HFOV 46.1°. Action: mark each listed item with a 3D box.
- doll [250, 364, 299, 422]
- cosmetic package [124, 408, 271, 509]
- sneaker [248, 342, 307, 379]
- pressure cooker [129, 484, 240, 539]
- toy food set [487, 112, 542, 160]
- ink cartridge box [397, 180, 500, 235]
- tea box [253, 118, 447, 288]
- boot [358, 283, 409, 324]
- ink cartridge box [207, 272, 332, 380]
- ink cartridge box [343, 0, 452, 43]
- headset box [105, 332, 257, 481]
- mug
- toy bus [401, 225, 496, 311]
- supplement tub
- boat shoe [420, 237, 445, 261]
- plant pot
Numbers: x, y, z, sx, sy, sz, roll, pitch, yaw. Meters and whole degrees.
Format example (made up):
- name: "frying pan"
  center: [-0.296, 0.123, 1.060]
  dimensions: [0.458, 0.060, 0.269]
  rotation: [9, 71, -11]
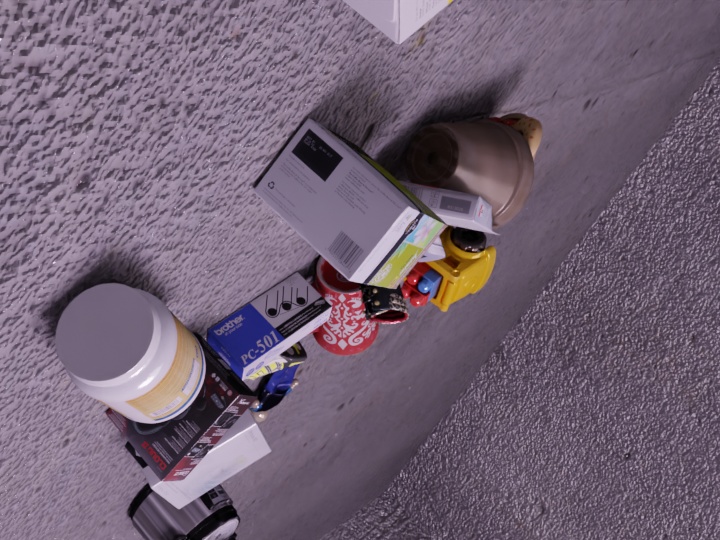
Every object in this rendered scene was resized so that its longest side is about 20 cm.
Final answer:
- name: "doll"
  center: [-0.175, 0.243, 1.749]
  dimensions: [0.136, 0.048, 0.200]
  rotation: [-17, 145, -53]
- name: "cosmetic package"
  center: [-0.278, 0.297, 1.475]
  dimensions: [0.200, 0.123, 0.200]
  rotation: [-32, 158, -12]
- name: "sneaker"
  center: [-0.179, 0.158, 1.557]
  dimensions: [0.076, 0.076, 0.200]
  rotation: [-47, 153, 26]
- name: "pressure cooker"
  center: [-0.339, 0.508, 1.695]
  dimensions: [0.176, 0.200, 0.179]
  rotation: [-31, 155, -35]
- name: "toy food set"
  center: [0.252, -0.211, 1.595]
  dimensions: [0.049, 0.200, 0.198]
  rotation: [27, 101, -32]
- name: "ink cartridge box"
  center: [0.147, -0.105, 1.431]
  dimensions: [0.200, 0.161, 0.050]
  rotation: [5, 97, -68]
- name: "tea box"
  center: [-0.009, -0.089, 1.215]
  dimensions: [0.134, 0.200, 0.197]
  rotation: [-51, 160, 11]
- name: "boot"
  center: [0.002, 0.000, 1.408]
  dimensions: [0.203, 0.154, 0.073]
  rotation: [18, 141, -42]
- name: "ink cartridge box"
  center: [-0.151, 0.091, 1.431]
  dimensions: [0.200, 0.094, 0.044]
  rotation: [-34, 157, -32]
- name: "ink cartridge box"
  center: [0.059, -0.374, 0.879]
  dimensions: [0.200, 0.147, 0.146]
  rotation: [-42, 161, -15]
- name: "headset box"
  center: [-0.284, 0.217, 1.316]
  dimensions: [0.200, 0.149, 0.077]
  rotation: [-47, 160, 2]
- name: "mug"
  center: [-0.041, 0.065, 1.565]
  dimensions: [0.177, 0.133, 0.200]
  rotation: [-40, 157, -25]
- name: "toy bus"
  center: [0.128, -0.017, 1.633]
  dimensions: [0.192, 0.200, 0.136]
  rotation: [-35, 153, -35]
- name: "supplement tub"
  center: [-0.292, 0.108, 1.090]
  dimensions: [0.145, 0.145, 0.200]
  rotation: [-43, 161, -11]
- name: "boat shoe"
  center: [0.090, -0.058, 1.455]
  dimensions: [0.073, 0.066, 0.200]
  rotation: [-11, 169, 17]
- name: "plant pot"
  center: [0.176, -0.182, 1.487]
  dimensions: [0.173, 0.200, 0.200]
  rotation: [11, 122, -47]
